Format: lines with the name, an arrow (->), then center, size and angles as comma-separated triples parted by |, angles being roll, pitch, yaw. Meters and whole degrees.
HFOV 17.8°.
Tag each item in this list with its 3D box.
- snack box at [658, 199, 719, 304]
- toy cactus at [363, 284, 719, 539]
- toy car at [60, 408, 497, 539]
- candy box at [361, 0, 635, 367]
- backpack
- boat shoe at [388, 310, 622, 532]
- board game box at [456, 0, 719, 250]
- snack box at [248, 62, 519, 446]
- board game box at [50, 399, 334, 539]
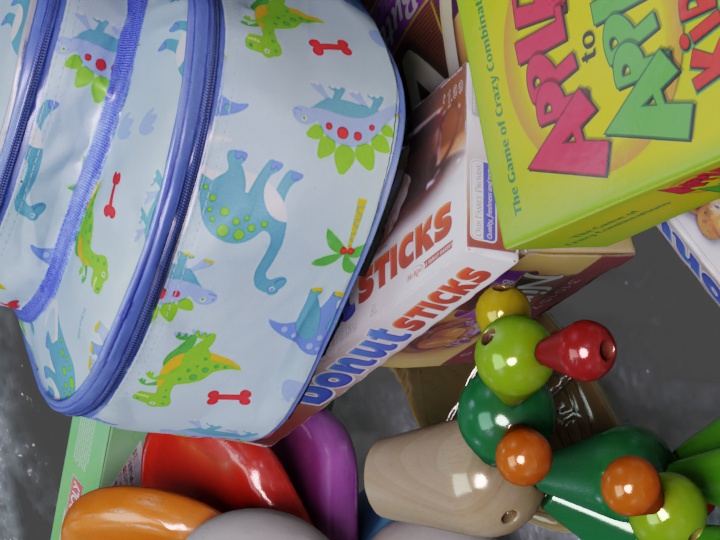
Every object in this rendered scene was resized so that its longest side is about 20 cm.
snack box -> 0.137, -0.029, 0.782 | 0.200, 0.072, 0.024 | 55, 175, 25
toy cactus -> 0.075, 0.063, 0.821 | 0.164, 0.200, 0.103 | -5, 70, 35
toy car -> -0.038, 0.129, 0.986 | 0.175, 0.199, 0.151 | -36, 56, 48
candy box -> 0.033, -0.076, 0.887 | 0.117, 0.056, 0.201 | -38, 59, 52
backpack -> -0.078, -0.040, 0.836 | 0.184, 0.146, 0.200 | -68, 26, 20
boat shoe -> 0.043, 0.032, 0.953 | 0.201, 0.063, 0.073 | 41, 100, 30
board game box -> 0.112, -0.081, 0.697 | 0.200, 0.047, 0.102 | -24, 74, 52
snack box -> 0.000, 0.000, 0.850 | 0.200, 0.024, 0.072 | -40, 44, 54
board game box -> -0.077, 0.094, 1.063 | 0.029, 0.134, 0.201 | 44, 133, 35
